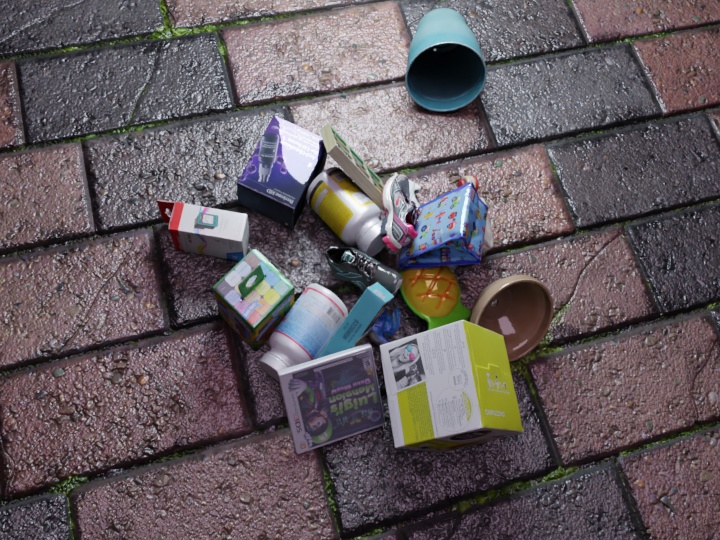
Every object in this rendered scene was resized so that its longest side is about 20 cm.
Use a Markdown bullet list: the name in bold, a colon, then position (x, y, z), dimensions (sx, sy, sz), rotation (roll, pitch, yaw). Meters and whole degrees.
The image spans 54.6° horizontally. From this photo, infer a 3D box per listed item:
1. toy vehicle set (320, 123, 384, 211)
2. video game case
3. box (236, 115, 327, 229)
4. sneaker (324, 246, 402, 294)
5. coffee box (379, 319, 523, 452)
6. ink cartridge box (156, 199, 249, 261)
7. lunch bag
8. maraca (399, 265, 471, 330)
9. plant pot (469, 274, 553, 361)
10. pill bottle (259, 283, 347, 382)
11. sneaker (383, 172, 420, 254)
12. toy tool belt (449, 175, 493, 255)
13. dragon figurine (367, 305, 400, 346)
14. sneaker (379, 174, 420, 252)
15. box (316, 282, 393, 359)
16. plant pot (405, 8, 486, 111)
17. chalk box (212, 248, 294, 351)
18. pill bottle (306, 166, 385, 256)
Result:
- **toy vehicle set**: position (-0.010, -0.231, 1.563), dimensions (0.026, 0.200, 0.125), rotation (-38, 33, 14)
- **video game case**: position (-0.055, 0.260, 1.410), dimensions (0.196, 0.023, 0.186), rotation (-15, 110, -13)
- **box**: position (-0.176, -0.224, 1.595), dimensions (0.145, 0.105, 0.203), rotation (23, 67, 1)
- **sneaker**: position (0.000, 0.000, 1.500), dimensions (0.197, 0.079, 0.076), rotation (18, 69, 35)
- **coffee box**: position (0.181, 0.234, 1.372), dimensions (0.195, 0.198, 0.205), rotation (-21, 66, 30)
- **ink cartridge box**: position (-0.344, -0.086, 1.513), dimensions (0.195, 0.117, 0.069), rotation (9, 68, -3)
- **lunch bag**: position (0.162, -0.084, 1.500), dimensions (0.197, 0.094, 0.153), rotation (-12, 47, 34)
- **maraca**: position (0.162, 0.056, 1.528), dimensions (0.135, 0.107, 0.203), rotation (-24, 74, -17)
- **plant pot**: position (0.314, 0.091, 1.520), dimensions (0.197, 0.205, 0.093), rotation (-16, 31, -13)
- **pill bottle**: position (-0.121, 0.136, 1.460), dimensions (0.108, 0.109, 0.201), rotation (34, 68, 7)
- **sneaker**: position (0.096, -0.131, 1.613), dimensions (0.085, 0.075, 0.204), rotation (13, 69, -8)
- **toy tool belt**: position (0.226, -0.127, 1.601), dimensions (0.120, 0.125, 0.204), rotation (-2, 68, -17)
- **dragon figurine**: position (0.054, 0.109, 1.519), dimensions (0.097, 0.059, 0.204), rotation (11, 68, -3)
- **sneaker**: position (0.095, -0.130, 1.516), dimensions (0.080, 0.074, 0.203), rotation (38, 40, -37)
- **box**: position (-0.013, 0.123, 1.441), dimensions (0.049, 0.082, 0.202), rotation (38, 105, 8)
- **plant pot**: position (0.205, -0.536, 1.728), dimensions (0.195, 0.202, 0.191), rotation (4, 53, -5)
- **chalk box**: position (-0.216, 0.055, 1.429), dimensions (0.124, 0.201, 0.124), rotation (42, 70, 10)
- **pill bottle**: position (-0.023, -0.127, 1.559), dimensions (0.111, 0.112, 0.200), rotation (-36, 68, -18)
